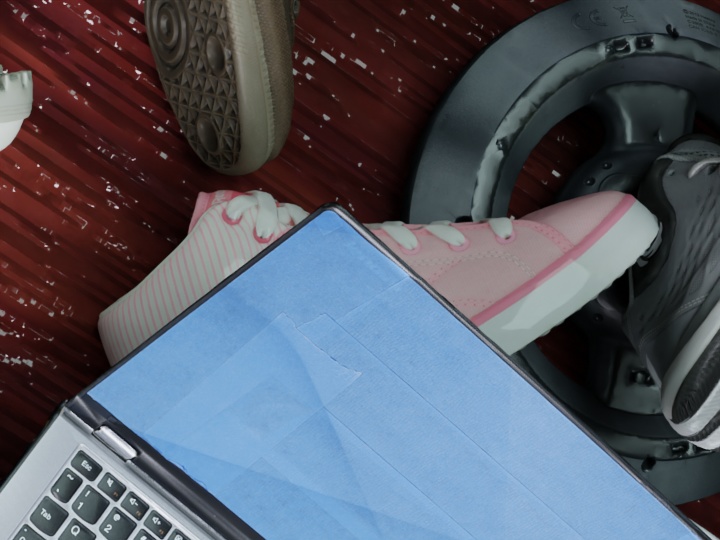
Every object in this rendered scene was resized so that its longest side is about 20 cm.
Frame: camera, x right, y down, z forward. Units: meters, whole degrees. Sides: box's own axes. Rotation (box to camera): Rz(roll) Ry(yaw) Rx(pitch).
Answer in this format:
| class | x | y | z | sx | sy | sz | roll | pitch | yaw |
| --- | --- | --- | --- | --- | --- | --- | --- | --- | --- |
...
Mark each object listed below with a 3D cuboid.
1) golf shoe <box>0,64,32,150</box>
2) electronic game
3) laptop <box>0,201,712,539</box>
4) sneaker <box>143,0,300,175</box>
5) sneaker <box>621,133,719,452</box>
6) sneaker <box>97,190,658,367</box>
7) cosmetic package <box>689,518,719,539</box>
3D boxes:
| class | x | y | z | sx | sy | sz | roll | pitch | yaw |
| --- | --- | --- | --- | --- | --- | --- | --- | --- | --- |
| golf shoe | -0.194 | -0.009 | 0.760 | 0.199 | 0.078 | 0.098 | -22 | 109 | -23 |
| electronic game | 0.109 | -0.008 | 0.915 | 0.199 | 0.042 | 0.201 | 1 | 87 | -21 |
| laptop | -0.021 | 0.118 | 0.710 | 0.187 | 0.116 | 0.200 | 42 | 71 | -16 |
| sneaker | -0.040 | -0.137 | 0.851 | 0.075 | 0.070 | 0.201 | -10 | 87 | -29 |
| sneaker | 0.156 | -0.041 | 0.837 | 0.075 | 0.116 | 0.200 | 30 | 104 | -30 |
| sneaker | 0.000 | 0.000 | 0.821 | 0.200 | 0.075 | 0.105 | -30 | 90 | -1 |
| cosmetic package | 0.096 | 0.139 | 0.855 | 0.200 | 0.113 | 0.081 | 37 | 67 | -20 |
